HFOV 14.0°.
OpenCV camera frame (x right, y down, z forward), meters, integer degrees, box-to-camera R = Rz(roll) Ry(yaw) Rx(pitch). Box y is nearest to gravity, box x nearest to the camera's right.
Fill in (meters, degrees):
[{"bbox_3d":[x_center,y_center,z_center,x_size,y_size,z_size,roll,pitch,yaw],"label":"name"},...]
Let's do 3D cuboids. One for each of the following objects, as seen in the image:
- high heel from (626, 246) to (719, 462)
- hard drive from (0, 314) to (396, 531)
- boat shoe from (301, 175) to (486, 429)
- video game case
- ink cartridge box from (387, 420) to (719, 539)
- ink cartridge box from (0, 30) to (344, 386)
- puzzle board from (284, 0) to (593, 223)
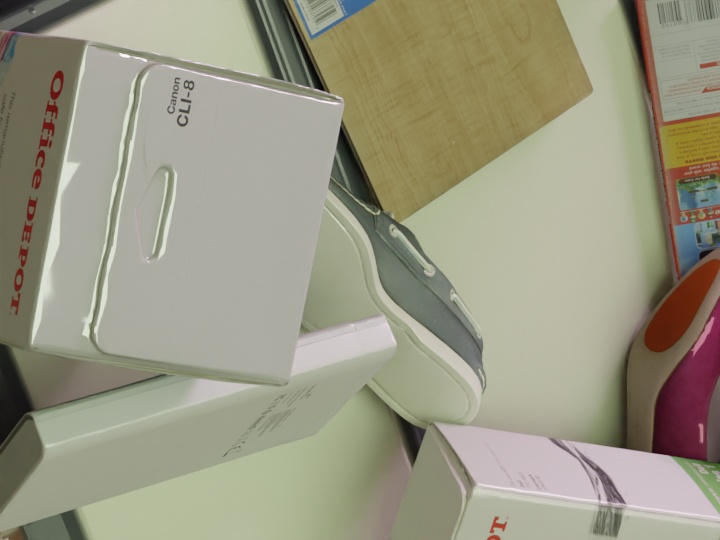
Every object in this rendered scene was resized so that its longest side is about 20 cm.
[{"bbox_3d":[0.196,0.086,1.702,0.096,0.067,0.200,27,98,-21],"label":"high heel"},{"bbox_3d":[-0.092,0.079,1.498,0.199,0.132,0.026,-15,73,-28],"label":"hard drive"},{"bbox_3d":[0.000,0.000,1.588,0.200,0.073,0.062,49,37,-22],"label":"boat shoe"},{"bbox_3d":[0.243,-0.079,1.696,0.142,0.017,0.201,-9,103,3],"label":"video game case"},{"bbox_3d":[0.114,0.173,1.619,0.199,0.084,0.147,11,111,-22],"label":"ink cartridge box"},{"bbox_3d":[-0.126,-0.034,1.416,0.144,0.200,0.146,10,92,-31],"label":"ink cartridge box"},{"bbox_3d":[0.032,-0.148,1.602,0.151,0.017,0.200,-34,112,-21],"label":"puzzle board"}]
